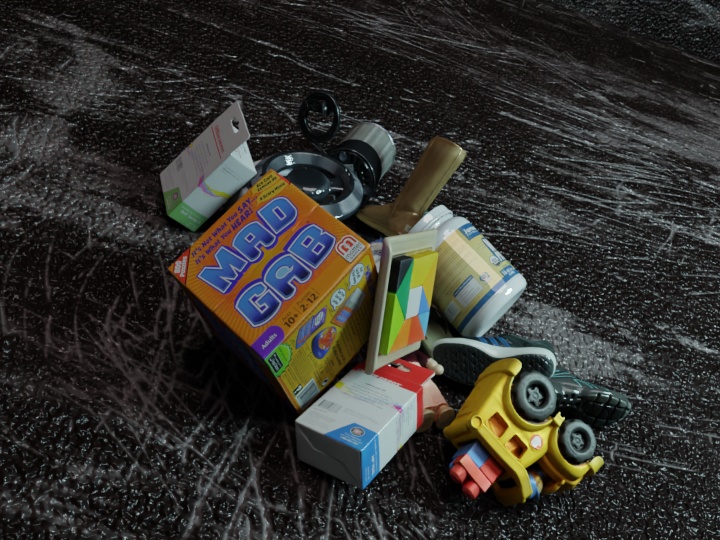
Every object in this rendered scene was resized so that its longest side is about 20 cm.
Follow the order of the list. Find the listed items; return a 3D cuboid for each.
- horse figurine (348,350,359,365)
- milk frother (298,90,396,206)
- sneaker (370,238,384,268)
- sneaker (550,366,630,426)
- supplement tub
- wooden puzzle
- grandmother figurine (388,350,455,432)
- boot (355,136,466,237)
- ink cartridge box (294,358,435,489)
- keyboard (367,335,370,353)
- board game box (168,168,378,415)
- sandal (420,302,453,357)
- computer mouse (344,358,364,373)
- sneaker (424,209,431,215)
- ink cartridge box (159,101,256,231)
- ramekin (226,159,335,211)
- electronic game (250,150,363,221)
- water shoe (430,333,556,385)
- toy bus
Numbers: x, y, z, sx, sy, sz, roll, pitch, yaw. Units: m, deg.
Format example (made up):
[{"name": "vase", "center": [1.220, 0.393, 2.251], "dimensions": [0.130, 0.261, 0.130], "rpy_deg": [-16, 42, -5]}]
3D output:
[{"name": "horse figurine", "center": [-0.072, 0.077, 1.200], "dimensions": [0.195, 0.051, 0.134], "rpy_deg": [14, 53, 16]}, {"name": "milk frother", "center": [-0.027, -0.253, 1.496], "dimensions": [0.176, 0.204, 0.189], "rpy_deg": [16, 28, 8]}, {"name": "sneaker", "center": [0.000, 0.000, 1.331], "dimensions": [0.196, 0.078, 0.086], "rpy_deg": [-14, 54, -35]}, {"name": "sneaker", "center": [0.344, 0.193, 1.251], "dimensions": [0.195, 0.077, 0.080], "rpy_deg": [14, 36, -10]}, {"name": "supplement tub", "center": [0.170, 0.003, 1.325], "dimensions": [0.200, 0.146, 0.144], "rpy_deg": [46, 44, 14]}, {"name": "wooden puzzle", "center": [0.067, 0.040, 1.107], "dimensions": [0.036, 0.190, 0.199], "rpy_deg": [13, 13, 23]}, {"name": "grandmother figurine", "center": [0.069, 0.156, 1.197], "dimensions": [0.119, 0.061, 0.202], "rpy_deg": [6, 38, -31]}, {"name": "boot", "center": [0.092, -0.152, 1.426], "dimensions": [0.066, 0.203, 0.174], "rpy_deg": [30, 2, -39]}, {"name": "ink cartridge box", "center": [0.012, 0.201, 1.079], "dimensions": [0.114, 0.069, 0.199], "rpy_deg": [16, 33, 32]}, {"name": "keyboard", "center": [0.060, 0.080, 1.179], "dimensions": [0.010, 0.058, 0.199], "rpy_deg": [13, 29, 26]}, {"name": "board game box", "center": [-0.104, 0.033, 1.074], "dimensions": [0.199, 0.201, 0.200], "rpy_deg": [37, 72, 26]}, {"name": "sandal", "center": [0.114, 0.086, 1.292], "dimensions": [0.079, 0.058, 0.201], "rpy_deg": [-22, 58, -35]}, {"name": "computer mouse", "center": [-0.024, 0.108, 1.235], "dimensions": [0.057, 0.034, 0.203], "rpy_deg": [2, 49, -28]}, {"name": "sneaker", "center": [0.118, -0.062, 1.452], "dimensions": [0.074, 0.080, 0.201], "rpy_deg": [-11, 51, -36]}, {"name": "ink cartridge box", "center": [-0.249, -0.178, 1.322], "dimensions": [0.067, 0.199, 0.118], "rpy_deg": [35, 23, -44]}, {"name": "ramekin", "center": [-0.138, -0.109, 1.374], "dimensions": [0.195, 0.099, 0.203], "rpy_deg": [13, 40, -11]}, {"name": "electronic game", "center": [-0.091, -0.145, 1.322], "dimensions": [0.194, 0.042, 0.202], "rpy_deg": [8, 39, -6]}, {"name": "water shoe", "center": [0.210, 0.139, 1.225], "dimensions": [0.195, 0.073, 0.079], "rpy_deg": [6, 19, 15]}, {"name": "toy bus", "center": [0.212, 0.259, 1.085], "dimensions": [0.200, 0.136, 0.192], "rpy_deg": [46, 62, 1]}]
